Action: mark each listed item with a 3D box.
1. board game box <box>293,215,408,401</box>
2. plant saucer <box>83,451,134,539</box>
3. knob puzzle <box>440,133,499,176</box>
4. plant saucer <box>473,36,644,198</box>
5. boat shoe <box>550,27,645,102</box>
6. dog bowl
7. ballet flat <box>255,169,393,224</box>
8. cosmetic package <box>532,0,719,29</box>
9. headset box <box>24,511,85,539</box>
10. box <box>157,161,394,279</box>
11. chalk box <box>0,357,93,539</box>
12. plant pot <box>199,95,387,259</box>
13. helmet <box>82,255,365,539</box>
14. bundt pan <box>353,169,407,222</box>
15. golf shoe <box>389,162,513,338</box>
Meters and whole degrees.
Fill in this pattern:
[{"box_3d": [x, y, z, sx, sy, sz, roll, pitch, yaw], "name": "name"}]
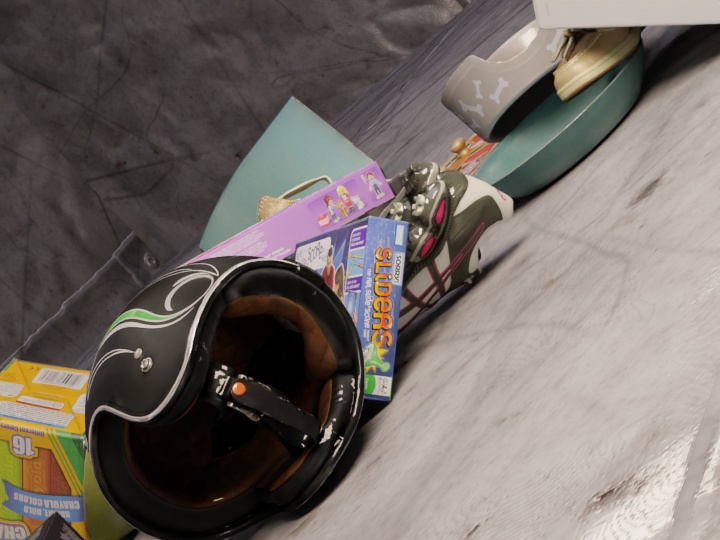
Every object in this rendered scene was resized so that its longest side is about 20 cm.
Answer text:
[{"box_3d": [-0.017, 0.035, 1.253, 0.200, 0.034, 0.137, 168, 109, -72], "name": "board game box"}, {"box_3d": [-0.212, 0.161, 1.487, 0.200, 0.031, 0.202, 8, -90, -81], "name": "plant saucer"}, {"box_3d": [0.093, -0.105, 1.710, 0.219, 0.030, 0.220, -42, 9, 8], "name": "knob puzzle"}, {"box_3d": [0.181, -0.126, 1.387, 0.200, 0.036, 0.200, -42, 8, 7], "name": "plant saucer"}, {"box_3d": [0.207, -0.214, 1.365, 0.073, 0.063, 0.200, -34, 13, 42], "name": "boat shoe"}, {"box_3d": [0.173, -0.196, 1.495, 0.199, 0.059, 0.200, -33, -12, -8], "name": "dog bowl"}, {"box_3d": [-0.013, -0.068, 1.594, 0.198, 0.066, 0.071, -11, -10, -18], "name": "ballet flat"}, {"box_3d": [0.258, -0.292, 1.279, 0.198, 0.124, 0.200, 3, 35, 28], "name": "cosmetic package"}, {"box_3d": [-0.280, 0.304, 1.222, 0.174, 0.093, 0.200, -42, 9, 2], "name": "headset box"}, {"box_3d": [-0.079, -0.028, 1.419, 0.199, 0.039, 0.137, -30, 4, -17], "name": "box"}, {"box_3d": [-0.296, 0.206, 1.492, 0.124, 0.124, 0.202, -60, -24, -65], "name": "chalk box"}, {"box_3d": [-0.080, -0.061, 1.807, 0.200, 0.141, 0.141, -48, -20, -7], "name": "plant pot"}, {"box_3d": [-0.106, 0.092, 1.140, 0.190, 0.200, 0.200, -29, 16, 50], "name": "helmet"}, {"box_3d": [0.000, 0.000, 1.467, 0.202, 0.076, 0.202, -41, 9, 8], "name": "bundt pan"}, {"box_3d": [0.050, 0.006, 1.261, 0.078, 0.087, 0.201, -102, 31, -43], "name": "golf shoe"}]
